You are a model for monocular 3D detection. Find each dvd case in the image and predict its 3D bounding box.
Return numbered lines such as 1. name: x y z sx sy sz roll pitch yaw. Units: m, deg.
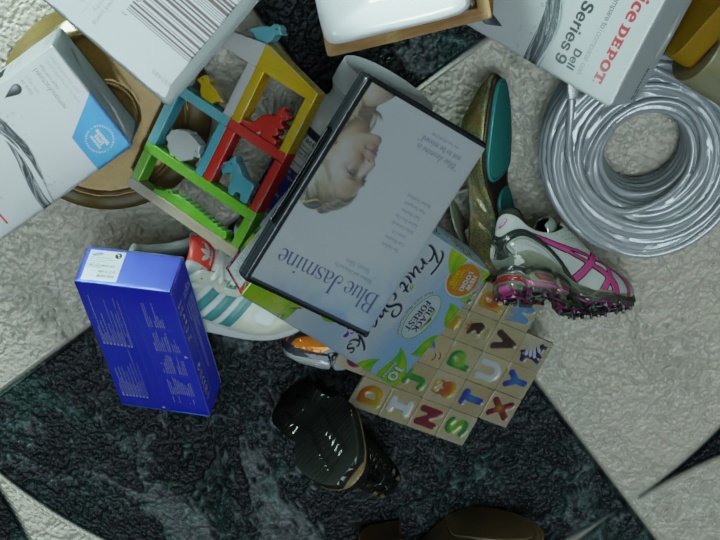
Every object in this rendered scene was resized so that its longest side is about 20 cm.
1. dvd case: 0.003 -0.053 1.430 0.142 0.018 0.201 25 102 -35

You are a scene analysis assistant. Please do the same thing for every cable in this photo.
1. cable: 0.263 -0.114 1.579 0.198 0.069 0.202 12 112 -9

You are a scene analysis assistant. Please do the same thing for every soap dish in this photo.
1. soap dish: 0.029 -0.296 1.433 0.156 0.081 0.202 -10 92 27

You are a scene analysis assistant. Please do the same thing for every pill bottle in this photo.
1. pill bottle: -0.023 -0.088 1.545 0.115 0.116 0.201 28 108 -14

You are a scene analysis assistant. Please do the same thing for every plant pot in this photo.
1. plant pot: -0.236 -0.146 1.556 0.198 0.028 0.202 -1 113 -2

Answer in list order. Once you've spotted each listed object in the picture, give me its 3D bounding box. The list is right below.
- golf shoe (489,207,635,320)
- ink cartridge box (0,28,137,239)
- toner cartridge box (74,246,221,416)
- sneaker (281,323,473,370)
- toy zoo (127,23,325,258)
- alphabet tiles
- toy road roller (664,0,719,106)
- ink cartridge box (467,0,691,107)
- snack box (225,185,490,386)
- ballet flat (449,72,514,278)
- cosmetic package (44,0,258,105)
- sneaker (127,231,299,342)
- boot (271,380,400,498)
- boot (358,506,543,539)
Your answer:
1. golf shoe: 0.197 -0.006 1.590 0.072 0.093 0.199 -13 162 38
2. ink cartridge box: -0.314 -0.109 1.515 0.199 0.068 0.116 -34 110 11
3. toner cartridge box: -0.195 0.059 1.574 0.094 0.043 0.201 8 144 13
4. sneaker: 0.020 0.030 1.627 0.198 0.078 0.113 -5 109 -13
5. toy zoo: -0.116 -0.130 1.511 0.131 0.020 0.201 34 107 17
6. alphabet tiles: 0.081 0.079 1.614 0.199 0.006 0.167 21 108 -23
7. toy road roller: 0.360 -0.250 1.492 0.122 0.147 0.200 26 121 -21
8. ink cartridge box: 0.178 -0.253 1.461 0.199 0.084 0.147 32 110 16
9. snack box: 0.000 0.000 1.505 0.199 0.053 0.142 33 104 -36
10. ballet flat: 0.112 -0.086 1.587 0.070 0.071 0.202 -8 112 0
11. cosmetic package: -0.175 -0.266 1.403 0.165 0.200 0.165 39 95 -18
12. sneaker: -0.130 0.011 1.580 0.197 0.071 0.094 4 147 3
13. boot: 0.003 0.185 1.621 0.138 0.200 0.078 42 93 -22
14. boot: 0.098 0.332 1.753 0.198 0.074 0.156 -5 112 12
